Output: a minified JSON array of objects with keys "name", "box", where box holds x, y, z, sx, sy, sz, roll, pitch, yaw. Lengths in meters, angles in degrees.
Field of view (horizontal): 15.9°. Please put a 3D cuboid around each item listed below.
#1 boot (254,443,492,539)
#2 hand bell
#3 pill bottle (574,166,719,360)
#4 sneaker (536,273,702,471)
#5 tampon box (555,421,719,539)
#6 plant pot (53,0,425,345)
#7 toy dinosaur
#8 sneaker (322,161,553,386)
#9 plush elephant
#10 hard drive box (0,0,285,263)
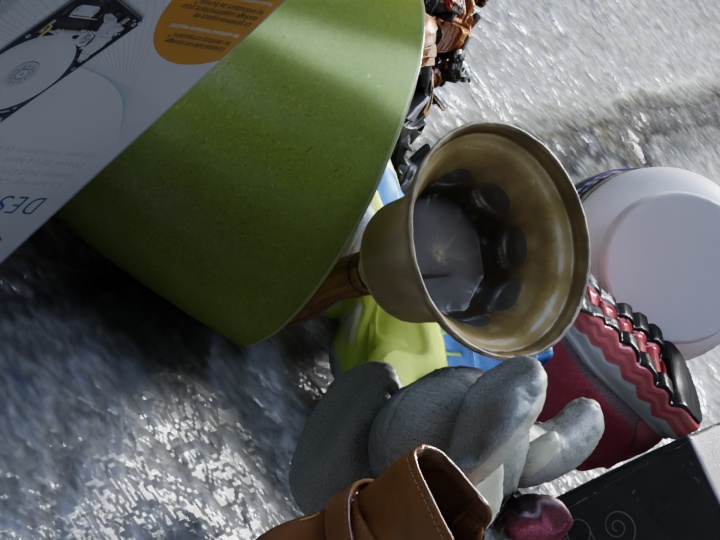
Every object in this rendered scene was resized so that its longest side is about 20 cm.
[{"name":"boot","box":[0.026,0.178,0.984,0.200,0.155,0.077,56,24,13]},{"name":"hand bell","box":[0.000,0.000,1.177,0.104,0.200,0.104,7,78,-37]},{"name":"pill bottle","box":[0.165,-0.004,1.469,0.111,0.111,0.200,48,-2,-3]},{"name":"sneaker","box":[0.090,0.035,1.327,0.200,0.087,0.074,46,22,-23]},{"name":"tampon box","box":[0.177,0.160,1.290,0.200,0.126,0.150,-10,72,-63]},{"name":"plant pot","box":[-0.103,-0.090,1.162,0.200,0.187,0.187,24,31,-19]},{"name":"toy dinosaur","box":[0.004,-0.114,1.379,0.200,0.136,0.102,-9,41,-43]},{"name":"sneaker","box":[0.034,0.017,1.265,0.105,0.076,0.201,-3,74,-19]},{"name":"plush elephant","box":[0.051,0.109,1.109,0.200,0.155,0.165,9,1,-36]},{"name":"hard drive box","box":[-0.151,-0.081,1.000,0.156,0.200,0.077,0,54,-59]}]
